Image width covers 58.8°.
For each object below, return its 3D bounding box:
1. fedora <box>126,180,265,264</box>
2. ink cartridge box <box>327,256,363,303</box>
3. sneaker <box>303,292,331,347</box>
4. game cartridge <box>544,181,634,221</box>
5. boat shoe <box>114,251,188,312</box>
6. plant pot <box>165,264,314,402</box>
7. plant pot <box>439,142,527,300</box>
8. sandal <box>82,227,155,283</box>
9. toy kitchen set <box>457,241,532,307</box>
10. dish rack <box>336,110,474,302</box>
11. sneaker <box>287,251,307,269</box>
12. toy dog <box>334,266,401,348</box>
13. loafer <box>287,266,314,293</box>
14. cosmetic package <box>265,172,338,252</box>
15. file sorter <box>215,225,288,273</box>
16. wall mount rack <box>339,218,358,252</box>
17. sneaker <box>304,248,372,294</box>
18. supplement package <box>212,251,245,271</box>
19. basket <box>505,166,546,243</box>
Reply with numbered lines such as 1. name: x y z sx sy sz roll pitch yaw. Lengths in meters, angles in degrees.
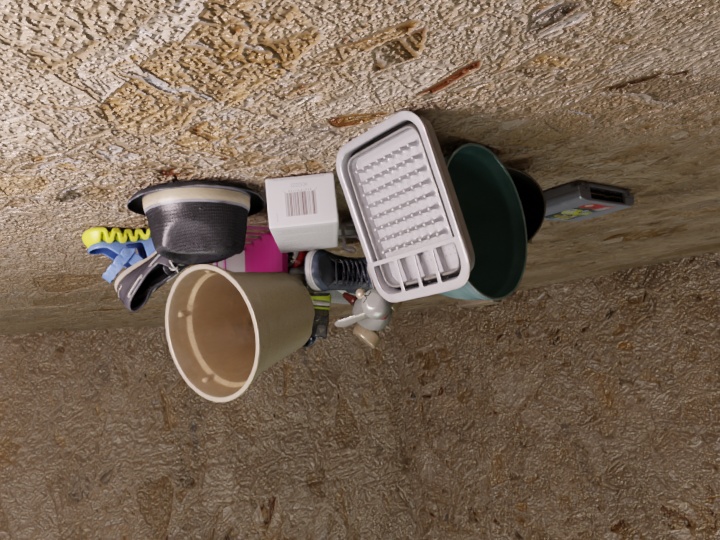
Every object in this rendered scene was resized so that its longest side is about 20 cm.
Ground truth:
1. fedora: -0.230 -0.061 0.916 0.195 0.094 0.201 -7 172 -1
2. ink cartridge box: 0.010 0.019 1.316 0.196 0.042 0.198 4 -161 33
3. sneaker: -0.118 0.098 1.136 0.072 0.083 0.199 7 160 -31
4. game cartridge: 0.406 -0.125 1.198 0.196 0.042 0.132 0 173 -39
5. boat shoe: -0.310 -0.007 1.044 0.198 0.063 0.073 -38 139 -2
6. plant pot: -0.174 0.080 1.011 0.197 0.206 0.182 -12 -179 34
7. plant pot: 0.119 -0.053 0.869 0.132 0.206 0.197 -13 170 42
8. sandal: -0.367 -0.026 1.089 0.195 0.090 0.079 -5 170 -24
9. toy kitchen set: 0.249 -0.009 1.339 0.161 0.186 0.197 -11 166 40
10. dish rack: 0.056 -0.072 0.756 0.043 0.205 0.170 -22 -177 -36
11. sneaker: -0.111 -0.024 1.261 0.083 0.078 0.200 27 178 -4
12. toy dog: 0.008 0.048 1.012 0.095 0.133 0.201 30 150 9
13. loafer: -0.109 0.039 1.211 0.073 0.072 0.200 -8 168 -22
14. cosmetic package: -0.084 -0.082 0.970 0.098 0.073 0.200 -6 172 -4
15. file sorter: -0.230 0.001 1.208 0.123 0.143 0.199 2 169 -30
16. wall mount rack: 0.012 -0.054 1.233 0.170 0.077 0.199 -3 172 -30
17. sneaker: 0.000 -0.002 1.099 0.143 0.079 0.201 -6 172 25
18. supplement package: -0.243 0.064 1.389 0.116 0.206 0.121 -7 172 5
19. basket: 0.206 -0.078 1.034 0.176 0.140 0.200 -15 174 13
